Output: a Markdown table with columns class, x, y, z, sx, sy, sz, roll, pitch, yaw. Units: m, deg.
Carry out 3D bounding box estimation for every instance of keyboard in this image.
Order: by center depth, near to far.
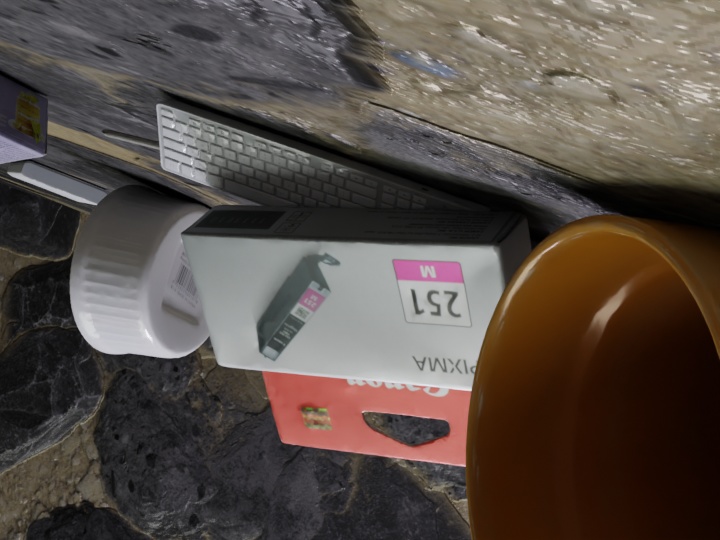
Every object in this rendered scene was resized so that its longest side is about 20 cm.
| class | x | y | z | sx | sy | sz | roll | pitch | yaw |
| --- | --- | --- | --- | --- | --- | --- | --- | --- | --- |
| keyboard | -0.022 | -0.044 | 0.697 | 0.199 | 0.011 | 0.056 | 20 | 138 | 9 |

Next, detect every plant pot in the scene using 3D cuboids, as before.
| class | x | y | z | sx | sy | sz | roll | pitch | yaw |
| --- | --- | --- | --- | --- | --- | --- | --- | --- | --- |
| plant pot | 0.170 | 0.083 | 0.529 | 0.183 | 0.201 | 0.200 | 4 | -177 | -22 |

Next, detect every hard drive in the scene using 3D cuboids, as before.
| class | x | y | z | sx | sy | sz | roll | pitch | yaw |
| --- | --- | --- | --- | --- | --- | --- | --- | --- | --- |
| hard drive | -0.469 | -0.135 | 1.926 | 0.131 | 0.026 | 0.200 | 22 | 176 | -22 |

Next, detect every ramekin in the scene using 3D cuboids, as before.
| class | x | y | z | sx | sy | sz | roll | pitch | yaw |
| --- | --- | --- | --- | --- | --- | --- | --- | --- | --- |
| ramekin | -0.235 | 0.006 | 1.444 | 0.097 | 0.201 | 0.200 | 10 | 172 | 27 |

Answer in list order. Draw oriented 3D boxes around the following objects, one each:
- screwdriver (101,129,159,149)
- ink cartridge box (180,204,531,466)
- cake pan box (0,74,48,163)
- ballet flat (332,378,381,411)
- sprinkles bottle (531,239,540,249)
| class | x | y | z | sx | sy | sz | roll | pitch | yaw |
| --- | --- | --- | --- | --- | --- | --- | --- | --- | --- |
| screwdriver | -0.098 | -0.070 | 0.788 | 0.199 | 0.028 | 0.029 | 14 | -157 | 30 |
| ink cartridge box | 0.007 | 0.049 | 0.713 | 0.199 | 0.174 | 0.044 | 3 | -151 | 29 |
| cake pan box | -0.354 | -0.112 | 0.879 | 0.199 | 0.053 | 0.184 | -8 | 163 | 24 |
| ballet flat | 0.064 | 0.054 | 0.827 | 0.199 | 0.068 | 0.069 | -13 | -125 | -31 |
| sprinkles bottle | 0.032 | -0.004 | 0.771 | 0.199 | 0.068 | 0.068 | 18 | 176 | 35 |
